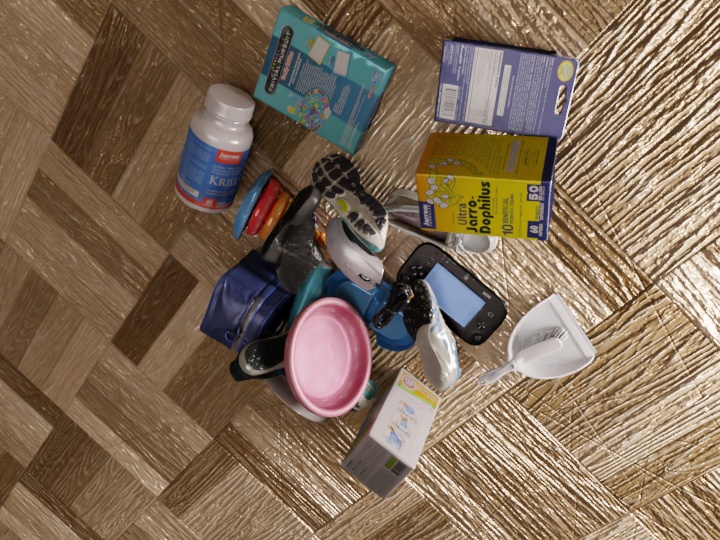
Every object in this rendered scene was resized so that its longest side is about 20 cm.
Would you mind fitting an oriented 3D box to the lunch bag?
[{"bbox_3d":[-0.194,0.069,1.201,0.130,0.200,0.138,29,118,3],"label":"lunch bag"}]

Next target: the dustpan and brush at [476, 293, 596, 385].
[{"bbox_3d":[0.287,0.146,1.126,0.198,0.057,0.141,-31,101,31],"label":"dustpan and brush"}]

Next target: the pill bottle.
[{"bbox_3d":[-0.250,-0.213,1.134,0.111,0.113,0.203,29,123,5],"label":"pill bottle"}]

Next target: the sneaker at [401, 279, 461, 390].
[{"bbox_3d":[0.126,0.107,1.135,0.071,0.072,0.204,-4,109,41],"label":"sneaker"}]

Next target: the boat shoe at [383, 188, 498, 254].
[{"bbox_3d":[0.128,-0.072,1.074,0.198,0.065,0.075,25,132,10],"label":"boat shoe"}]

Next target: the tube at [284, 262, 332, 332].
[{"bbox_3d":[-0.109,0.079,1.216,0.050,0.077,0.204,23,98,20],"label":"tube"}]

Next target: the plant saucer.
[{"bbox_3d":[-0.062,0.151,1.138,0.050,0.200,0.204,-7,114,43],"label":"plant saucer"}]

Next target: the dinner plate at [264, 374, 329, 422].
[{"bbox_3d":[-0.124,0.208,1.252,0.200,0.200,0.024,45,100,-4],"label":"dinner plate"}]

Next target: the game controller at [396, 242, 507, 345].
[{"bbox_3d":[0.159,0.041,1.137,0.199,0.042,0.105,39,123,-1],"label":"game controller"}]

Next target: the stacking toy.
[{"bbox_3d":[-0.118,-0.080,1.165,0.197,0.110,0.117,28,116,-7],"label":"stacking toy"}]

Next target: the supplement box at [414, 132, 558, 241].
[{"bbox_3d":[0.191,-0.129,0.984,0.195,0.111,0.110,6,136,19],"label":"supplement box"}]

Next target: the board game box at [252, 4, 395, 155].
[{"bbox_3d":[-0.061,-0.306,1.049,0.197,0.047,0.153,31,123,5],"label":"board game box"}]

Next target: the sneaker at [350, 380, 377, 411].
[{"bbox_3d":[-0.047,0.183,1.264,0.201,0.079,0.078,48,135,16],"label":"sneaker"}]

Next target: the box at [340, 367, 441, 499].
[{"bbox_3d":[0.061,0.298,1.211,0.101,0.200,0.113,36,125,1],"label":"box"}]

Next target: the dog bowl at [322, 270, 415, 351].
[{"bbox_3d":[0.026,0.064,1.198,0.197,0.050,0.113,31,123,5],"label":"dog bowl"}]

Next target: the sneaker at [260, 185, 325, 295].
[{"bbox_3d":[-0.097,-0.048,1.108,0.103,0.061,0.200,28,123,-23],"label":"sneaker"}]

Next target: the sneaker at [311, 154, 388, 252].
[{"bbox_3d":[-0.020,-0.111,1.082,0.202,0.076,0.080,57,171,28],"label":"sneaker"}]

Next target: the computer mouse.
[{"bbox_3d":[0.000,0.000,1.114,0.201,0.044,0.110,49,135,5],"label":"computer mouse"}]

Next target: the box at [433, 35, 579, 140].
[{"bbox_3d":[0.213,-0.269,0.965,0.195,0.032,0.124,14,120,15],"label":"box"}]

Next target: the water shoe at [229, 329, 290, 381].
[{"bbox_3d":[-0.144,0.150,1.154,0.078,0.197,0.073,-32,68,38],"label":"water shoe"}]
